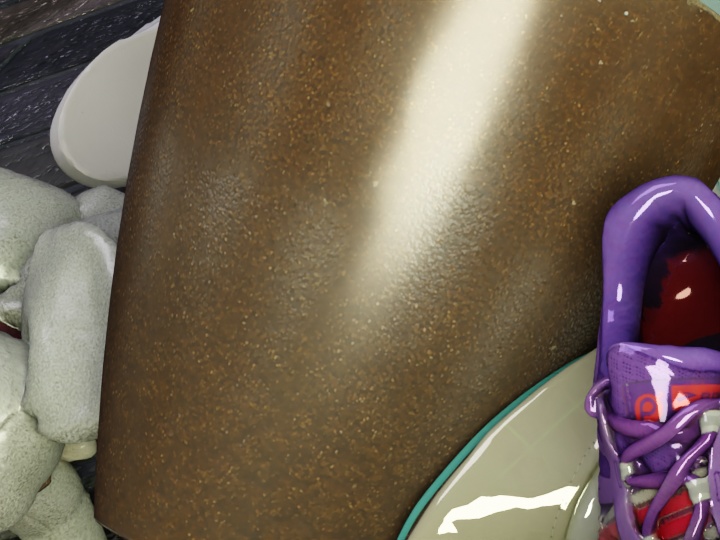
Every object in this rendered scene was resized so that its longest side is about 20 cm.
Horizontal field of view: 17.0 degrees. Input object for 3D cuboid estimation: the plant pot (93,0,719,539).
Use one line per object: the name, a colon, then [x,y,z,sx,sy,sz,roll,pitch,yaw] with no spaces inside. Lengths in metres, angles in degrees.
plant pot: [0.000,0.000,0.726,0.187,0.186,0.201,15,80,61]

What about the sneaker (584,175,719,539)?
sneaker: [0.080,0.062,0.580,0.080,0.084,0.201,-19,47,16]

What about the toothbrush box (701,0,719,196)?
toothbrush box: [0.097,-0.086,0.939,0.146,0.086,0.200,-3,32,46]

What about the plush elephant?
plush elephant: [-0.123,0.043,0.838,0.164,0.200,0.155,-24,45,19]

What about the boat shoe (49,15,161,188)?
boat shoe: [-0.097,-0.104,1.261,0.200,0.072,0.068,-54,10,-34]

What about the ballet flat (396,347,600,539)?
ballet flat: [0.095,0.044,0.688,0.200,0.070,0.069,-39,23,-25]
